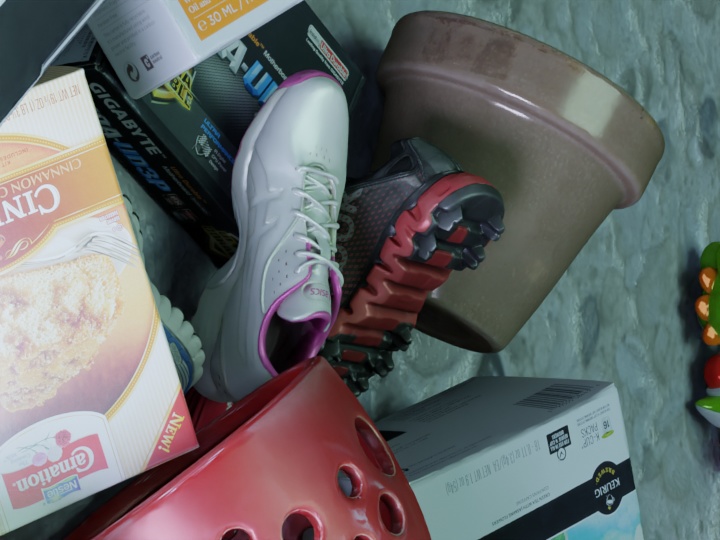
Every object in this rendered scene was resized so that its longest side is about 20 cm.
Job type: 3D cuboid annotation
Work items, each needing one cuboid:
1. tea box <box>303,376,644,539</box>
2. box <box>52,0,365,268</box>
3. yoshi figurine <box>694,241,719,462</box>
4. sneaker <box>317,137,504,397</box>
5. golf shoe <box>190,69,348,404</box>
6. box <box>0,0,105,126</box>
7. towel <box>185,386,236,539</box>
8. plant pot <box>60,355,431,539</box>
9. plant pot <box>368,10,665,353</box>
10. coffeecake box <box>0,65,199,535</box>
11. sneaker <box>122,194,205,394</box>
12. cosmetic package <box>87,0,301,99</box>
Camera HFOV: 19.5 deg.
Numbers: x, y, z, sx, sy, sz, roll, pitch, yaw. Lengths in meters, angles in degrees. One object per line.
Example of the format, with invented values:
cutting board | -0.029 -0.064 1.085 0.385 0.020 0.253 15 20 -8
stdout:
tea box | 0.068 0.189 1.299 0.199 0.133 0.198 -21 105 -42
box | -0.087 -0.116 1.249 0.200 0.046 0.160 50 50 -39
yoshi figurine | 0.345 0.069 1.794 0.112 0.111 0.202 -19 100 -69
sneaker | 0.000 0.000 1.286 0.071 0.201 0.098 15 32 -49
golf shoe | -0.035 -0.013 1.202 0.075 0.091 0.202 12 95 -41
box | -0.245 -0.105 0.900 0.124 0.195 0.201 59 44 -30
towel | -0.068 0.176 1.266 0.200 0.022 0.145 49 49 -40
plant pot | -0.049 0.173 1.091 0.183 0.200 0.200 54 40 -1
plant pot | 0.078 -0.047 1.376 0.200 0.199 0.176 38 73 -46
coffeecake box | -0.185 0.019 1.026 0.153 0.073 0.202 -23 107 -23
sneaker | -0.154 0.017 1.117 0.201 0.078 0.089 59 41 -32
cosmetic package | -0.123 -0.208 1.135 0.101 0.071 0.201 -37 100 -39
